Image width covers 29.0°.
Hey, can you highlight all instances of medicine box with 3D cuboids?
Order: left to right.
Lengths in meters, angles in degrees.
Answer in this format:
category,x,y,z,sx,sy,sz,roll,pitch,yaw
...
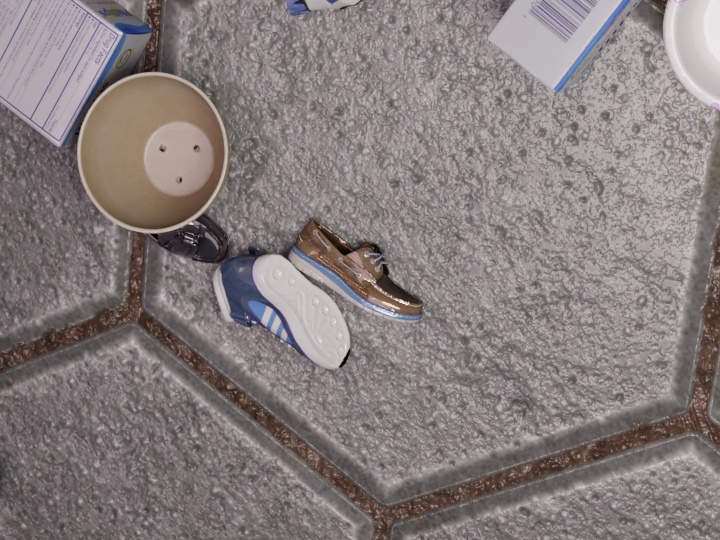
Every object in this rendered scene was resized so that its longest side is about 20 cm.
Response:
category,x,y,z,sx,sy,sz,roll,pitch,yaw
medicine box,-0.415,-0.300,1.868,0.199,0.103,0.183,36,109,5
medicine box,0.256,-0.315,1.614,0.103,0.200,0.183,40,109,6

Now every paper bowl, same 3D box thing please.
category,x,y,z,sx,sy,sz,roll,pitch,yaw
paper bowl,0.456,-0.286,1.623,0.197,0.104,0.204,3,102,15

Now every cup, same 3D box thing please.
category,x,y,z,sx,sy,sz,roll,pitch,yaw
cup,-0.254,-0.151,1.823,0.197,0.143,0.204,0,92,8

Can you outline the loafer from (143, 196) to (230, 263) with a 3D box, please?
category,x,y,z,sx,sy,sz,roll,pitch,yaw
loafer,-0.273,-0.064,1.899,0.198,0.063,0.073,30,108,8

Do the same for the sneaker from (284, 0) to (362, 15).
category,x,y,z,sx,sy,sz,roll,pitch,yaw
sneaker,-0.043,-0.386,1.712,0.113,0.200,0.082,5,67,11

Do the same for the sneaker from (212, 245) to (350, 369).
category,x,y,z,sx,sy,sz,roll,pitch,yaw
sneaker,-0.116,0.058,1.886,0.145,0.081,0.201,-9,129,47

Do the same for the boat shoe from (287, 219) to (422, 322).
category,x,y,z,sx,sy,sz,roll,pitch,yaw
boat shoe,0.000,0.000,1.831,0.198,0.072,0.073,28,106,9
